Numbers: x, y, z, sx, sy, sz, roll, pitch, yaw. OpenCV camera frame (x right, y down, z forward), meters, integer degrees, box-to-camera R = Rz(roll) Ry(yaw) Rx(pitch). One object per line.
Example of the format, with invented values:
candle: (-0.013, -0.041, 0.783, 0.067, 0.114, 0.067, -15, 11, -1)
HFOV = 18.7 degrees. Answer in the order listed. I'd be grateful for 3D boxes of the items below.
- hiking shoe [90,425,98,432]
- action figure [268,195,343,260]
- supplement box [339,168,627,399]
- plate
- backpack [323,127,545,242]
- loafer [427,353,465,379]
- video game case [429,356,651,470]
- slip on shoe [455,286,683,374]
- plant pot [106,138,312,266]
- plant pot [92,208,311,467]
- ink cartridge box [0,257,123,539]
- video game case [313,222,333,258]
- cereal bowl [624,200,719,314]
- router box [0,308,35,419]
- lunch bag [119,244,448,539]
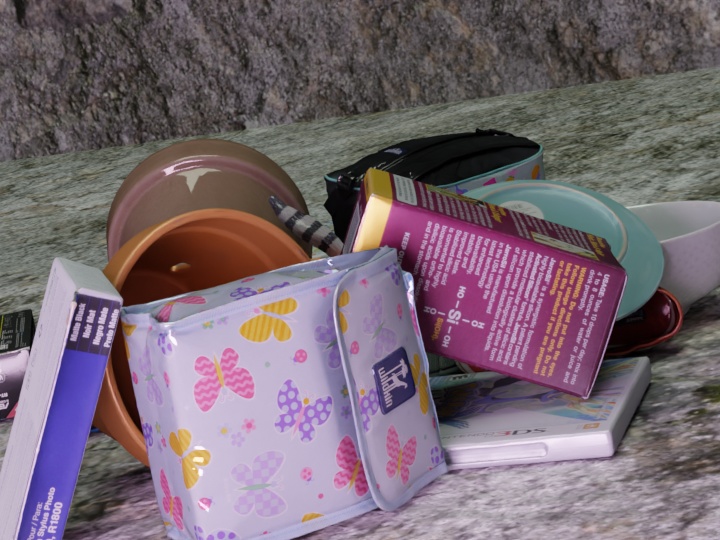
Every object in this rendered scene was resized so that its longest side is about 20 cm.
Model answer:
hiking shoe: (-0.182, 0.094, 1.857, 0.199, 0.075, 0.087, -24, 22, -17)
action figure: (0.000, 0.000, 1.809, 0.192, 0.105, 0.200, 13, -17, 8)
supplement box: (0.085, 0.007, 1.626, 0.198, 0.104, 0.131, 17, 10, -3)
plate: (0.148, -0.022, 1.771, 0.198, 0.026, 0.201, 1, 39, -1)
backpack: (0.089, -0.059, 2.156, 0.199, 0.154, 0.175, -28, 21, -33)
loafer: (-0.001, 0.086, 1.761, 0.198, 0.072, 0.063, -9, -24, -15)
video game case: (0.113, 0.106, 1.619, 0.181, 0.022, 0.200, -6, 11, 17)
slip on shoe: (0.168, 0.044, 1.753, 0.198, 0.075, 0.061, -7, -2, -16)
plant pot: (-0.138, 0.005, 2.027, 0.198, 0.202, 0.175, -10, 29, 0)
plant pot: (-0.134, 0.060, 1.646, 0.199, 0.202, 0.140, -16, 5, -33)
ink cartridge box: (-0.204, 0.102, 1.465, 0.040, 0.201, 0.200, 13, 6, -13)
video game case: (-0.055, -0.022, 2.417, 0.199, 0.022, 0.182, -14, 11, -22)
cereal bowl: (0.232, 0.001, 1.900, 0.198, 0.084, 0.200, -9, 10, 2)
router box: (-0.371, 0.095, 2.014, 0.149, 0.063, 0.200, -10, 10, -6)
lunch bag: (-0.042, 0.084, 1.472, 0.199, 0.171, 0.127, -14, 10, -24)
